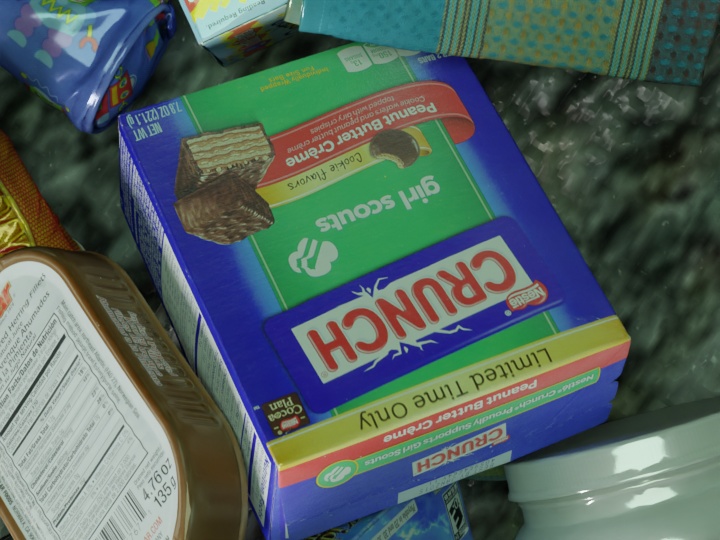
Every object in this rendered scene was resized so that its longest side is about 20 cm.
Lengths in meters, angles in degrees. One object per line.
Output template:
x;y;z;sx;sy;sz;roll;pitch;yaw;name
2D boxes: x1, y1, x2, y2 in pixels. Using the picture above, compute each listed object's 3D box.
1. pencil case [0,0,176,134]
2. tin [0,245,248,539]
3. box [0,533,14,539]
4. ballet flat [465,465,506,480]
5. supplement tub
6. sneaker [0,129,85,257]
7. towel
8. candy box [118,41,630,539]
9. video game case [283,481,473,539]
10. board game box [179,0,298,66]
-0.178;-0.156;1.031;0.200;0.078;0.087;40;83;3;pencil case
-0.121;0.072;0.945;0.112;0.042;0.200;-52;53;18;tin
-0.120;0.214;1.020;0.163;0.086;0.201;-28;88;3;box
0.007;0.049;1.024;0.198;0.074;0.075;22;91;3;ballet flat
0.149;0.170;0.979;0.139;0.140;0.202;-15;89;3;supplement tub
-0.189;-0.032;1.031;0.073;0.077;0.201;-30;90;1;sneaker
0.073;-0.160;0.938;0.198;0.022;0.148;7;118;-11;towel
0.000;0.000;0.959;0.168;0.077;0.201;-19;60;-15;candy box
0.004;0.201;0.941;0.045;0.200;0.183;-6;106;31;video game case
-0.066;-0.214;1.012;0.102;0.105;0.201;-24;89;2;board game box
